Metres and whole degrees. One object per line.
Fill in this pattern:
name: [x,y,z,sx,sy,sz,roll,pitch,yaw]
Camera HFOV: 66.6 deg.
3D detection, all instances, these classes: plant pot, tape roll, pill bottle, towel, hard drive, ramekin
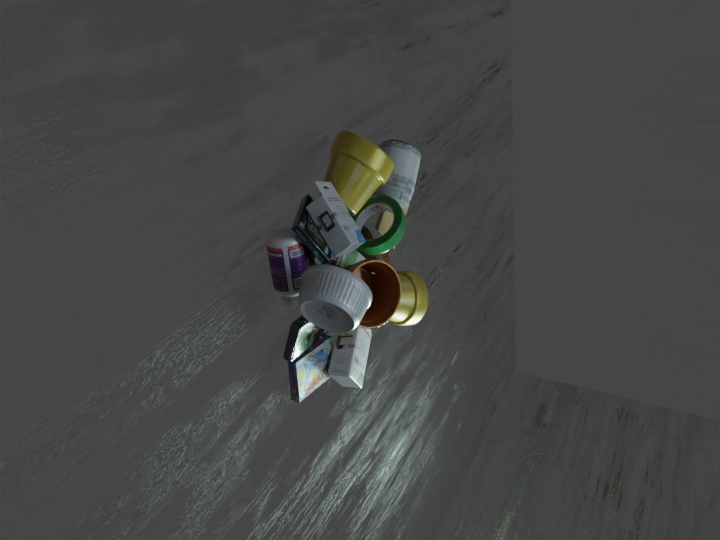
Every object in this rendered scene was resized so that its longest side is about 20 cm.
plant pot: [0.117,0.101,2.010,0.186,0.198,0.206,2,96,-43]
plant pot: [-0.026,-0.284,1.657,0.192,0.199,0.200,-59,146,-4]
tape roll: [0.054,-0.150,1.812,0.048,0.197,0.204,49,57,-50]
pill bottle: [-0.195,-0.009,1.515,0.112,0.110,0.205,-36,128,-49]
towel: [0.000,0.000,1.792,0.199,0.023,0.154,41,35,-22]
hard drive: [-0.152,0.175,1.662,0.199,0.037,0.142,-38,152,-50]
plant pot: [0.007,0.061,1.660,0.196,0.139,0.206,-5,100,-28]
ramekin: [-0.075,0.081,1.429,0.204,0.198,0.096,61,41,-46]

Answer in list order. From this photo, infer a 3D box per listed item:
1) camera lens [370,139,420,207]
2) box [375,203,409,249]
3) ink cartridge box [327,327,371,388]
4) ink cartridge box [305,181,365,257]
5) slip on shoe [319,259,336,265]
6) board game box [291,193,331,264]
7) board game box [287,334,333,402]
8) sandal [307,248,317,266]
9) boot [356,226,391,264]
camera lens: [0.120,-0.340,1.913,0.159,0.157,0.205,22,79,-58]
box: [0.124,-0.209,2.088,0.164,0.021,0.204,46,58,-54]
ink cartridge box: [-0.033,0.275,1.845,0.145,0.082,0.204,57,40,-58]
ink cartridge box: [-0.077,-0.145,1.529,0.203,0.066,0.115,59,22,6]
slip on shoe: [-0.121,0.040,1.685,0.074,0.061,0.201,50,51,-17]
board game box: [-0.125,-0.116,1.517,0.136,0.028,0.201,49,22,-21]
board game box: [-0.153,0.307,1.741,0.199,0.034,0.139,-31,124,-53]
sandal: [-0.127,-0.084,1.582,0.203,0.056,0.081,-92,177,-52]
boot: [0.054,-0.075,1.955,0.203,0.076,0.155,63,23,-8]
